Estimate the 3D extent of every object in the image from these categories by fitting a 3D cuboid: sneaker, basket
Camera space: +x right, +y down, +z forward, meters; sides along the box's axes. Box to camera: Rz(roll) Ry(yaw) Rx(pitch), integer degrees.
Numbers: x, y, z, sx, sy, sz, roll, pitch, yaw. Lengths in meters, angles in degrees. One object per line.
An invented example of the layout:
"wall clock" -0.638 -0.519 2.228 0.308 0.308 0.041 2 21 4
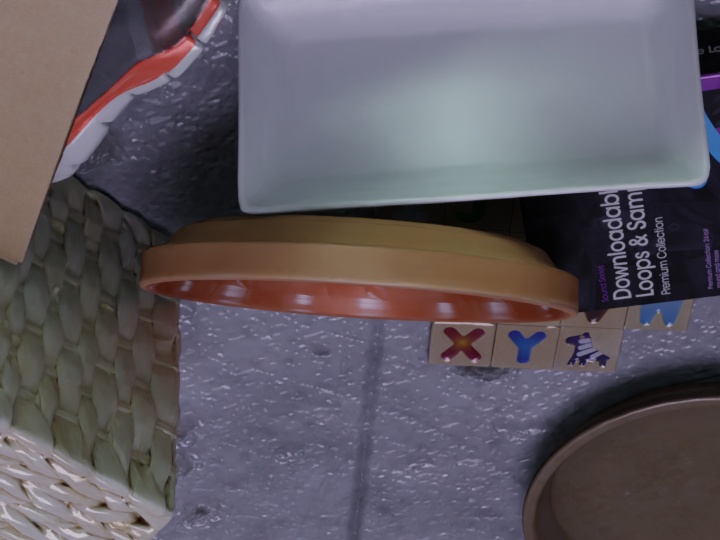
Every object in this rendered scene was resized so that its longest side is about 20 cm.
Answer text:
"sneaker" -0.114 -0.114 0.855 0.082 0.077 0.200 27 126 -27
"basket" -0.163 0.056 0.953 0.135 0.201 0.123 32 123 -28

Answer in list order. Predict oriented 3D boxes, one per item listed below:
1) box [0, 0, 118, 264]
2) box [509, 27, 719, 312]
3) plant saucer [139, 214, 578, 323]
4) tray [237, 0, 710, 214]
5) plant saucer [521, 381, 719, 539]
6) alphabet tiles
"box" -0.207 -0.101 0.836 0.199 0.021 0.164 23 130 -6
"box" 0.170 -0.047 0.948 0.198 0.036 0.144 -7 135 9
"plant saucer" 0.000 0.000 0.933 0.199 0.033 0.200 4 174 0
"tray" 0.046 -0.075 0.886 0.198 0.108 0.022 -3 156 5
"plant saucer" 0.188 0.126 1.138 0.198 0.030 0.201 0 136 0
"alphabet tiles" 0.089 -0.020 1.006 0.165 0.006 0.201 3 135 -2
